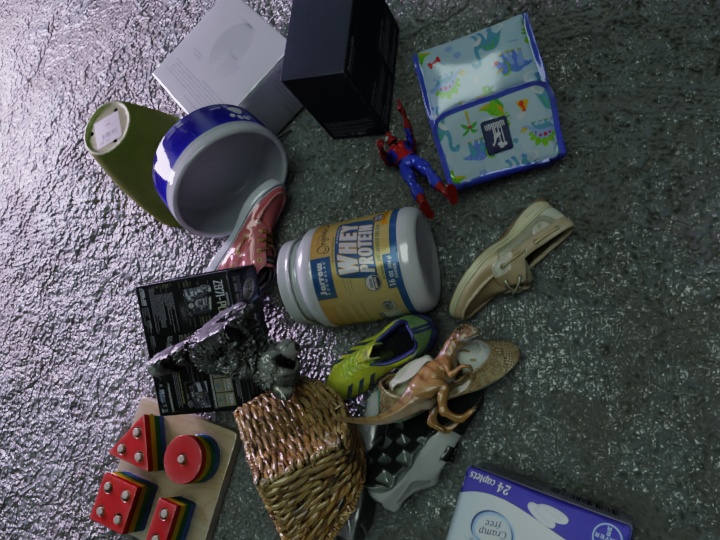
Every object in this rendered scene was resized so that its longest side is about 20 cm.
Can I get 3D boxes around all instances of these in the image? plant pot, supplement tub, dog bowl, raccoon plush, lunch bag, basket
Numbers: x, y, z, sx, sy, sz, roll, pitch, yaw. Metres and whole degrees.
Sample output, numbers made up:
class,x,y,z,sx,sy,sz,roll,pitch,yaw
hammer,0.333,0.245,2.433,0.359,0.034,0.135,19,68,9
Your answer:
class,x,y,z,sx,sy,sz,roll,pitch,yaw
plant pot,-0.350,-0.193,0.987,0.186,0.200,0.188,-6,73,20
supplement tub,0.000,0.000,0.819,0.199,0.145,0.146,-11,71,19
dog bowl,-0.217,-0.153,0.921,0.200,0.200,0.079,-46,61,4
raccoon plush,-0.172,0.129,0.796,0.199,0.097,0.134,-24,108,29
lunch bag,0.180,-0.227,0.829,0.169,0.127,0.201,-15,83,15
basket,-0.063,0.248,0.762,0.142,0.200,0.150,-25,110,-13

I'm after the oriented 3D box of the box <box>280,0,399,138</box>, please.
class,x,y,z,sx,sy,sz,roll,pitch,yaw
box,-0.024,-0.337,0.904,0.103,0.182,0.201,1,75,22

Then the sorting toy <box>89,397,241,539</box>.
class,x,y,z,sx,sy,sz,roll,pitch,yaw
sorting toy,-0.306,0.316,0.897,0.199,0.070,0.200,12,80,25

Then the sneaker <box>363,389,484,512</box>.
class,x,y,z,sx,sy,sz,roll,pitch,yaw
sneaker,0.089,0.228,0.768,0.200,0.089,0.074,-38,32,-15

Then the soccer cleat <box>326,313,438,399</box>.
class,x,y,z,sx,sy,sz,roll,pitch,yaw
soccer cleat,0.015,0.118,0.798,0.200,0.084,0.065,-36,71,29

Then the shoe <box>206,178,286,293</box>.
class,x,y,z,sx,sy,sz,roll,pitch,yaw
shoe,-0.160,-0.042,0.942,0.091,0.071,0.201,36,96,25

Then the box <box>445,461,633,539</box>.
class,x,y,z,sx,sy,sz,roll,pitch,yaw
box,0.190,0.347,0.666,0.183,0.105,0.201,14,81,26

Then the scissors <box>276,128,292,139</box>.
class,x,y,z,sx,sy,sz,roll,pitch,yaw
scissors,-0.200,-0.182,1.002,0.199,0.073,0.014,-31,59,-24

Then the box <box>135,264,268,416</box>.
class,x,y,z,sx,sy,sz,roll,pitch,yaw
box,-0.229,0.104,0.883,0.163,0.086,0.201,-10,93,20

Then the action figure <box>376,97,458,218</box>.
class,x,y,z,sx,sy,sz,roll,pitch,yaw
action figure,0.066,-0.169,0.845,0.065,0.099,0.200,-29,39,1

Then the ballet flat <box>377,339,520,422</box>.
class,x,y,z,sx,sy,sz,roll,pitch,yaw
ballet flat,0.111,0.129,0.754,0.199,0.066,0.071,-27,32,-5

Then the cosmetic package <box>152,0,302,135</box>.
class,x,y,z,sx,sy,sz,roll,pitch,yaw
cosmetic package,-0.211,-0.327,1.011,0.200,0.123,0.199,-44,64,4

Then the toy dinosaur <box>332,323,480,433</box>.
class,x,y,z,sx,sy,sz,roll,pitch,yaw
toy dinosaur,0.077,0.151,0.710,0.200,0.060,0.106,-42,77,-11

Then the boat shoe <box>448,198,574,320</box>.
class,x,y,z,sx,sy,sz,roll,pitch,yaw
boat shoe,0.199,-0.004,0.782,0.200,0.072,0.065,-46,63,-2

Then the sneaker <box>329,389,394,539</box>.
class,x,y,z,sx,sy,sz,roll,pitch,yaw
sneaker,-0.010,0.256,0.794,0.080,0.070,0.201,12,80,28
